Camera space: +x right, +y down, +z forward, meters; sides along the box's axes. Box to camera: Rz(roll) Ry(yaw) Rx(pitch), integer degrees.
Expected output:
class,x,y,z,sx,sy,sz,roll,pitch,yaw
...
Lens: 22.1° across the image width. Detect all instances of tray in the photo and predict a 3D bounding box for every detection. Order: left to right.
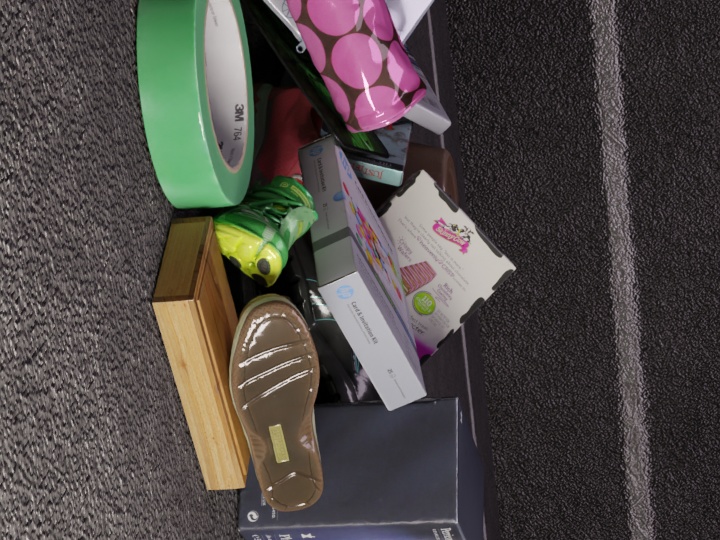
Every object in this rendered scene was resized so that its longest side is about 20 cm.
class,x,y,z,sx,sy,sz,roll,pitch,yaw
tray,-0.119,0.067,1.459,0.099,0.037,0.201,-83,165,-50

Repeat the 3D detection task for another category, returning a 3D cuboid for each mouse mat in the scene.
class,x,y,z,sx,sy,sz,roll,pitch,yaw
mouse mat,-0.048,-0.190,1.719,0.201,0.008,0.161,57,14,10

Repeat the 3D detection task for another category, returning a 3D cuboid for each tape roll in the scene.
class,x,y,z,sx,sy,sz,roll,pitch,yaw
tape roll,-0.128,-0.150,1.458,0.200,0.048,0.203,-3,90,-80

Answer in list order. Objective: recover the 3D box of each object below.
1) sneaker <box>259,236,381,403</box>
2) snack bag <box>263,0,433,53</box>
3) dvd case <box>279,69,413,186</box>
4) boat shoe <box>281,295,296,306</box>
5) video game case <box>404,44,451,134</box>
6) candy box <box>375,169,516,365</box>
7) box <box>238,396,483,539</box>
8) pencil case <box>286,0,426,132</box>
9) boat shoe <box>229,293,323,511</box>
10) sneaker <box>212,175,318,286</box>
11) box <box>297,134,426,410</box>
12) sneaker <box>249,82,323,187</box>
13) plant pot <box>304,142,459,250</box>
class,x,y,z,sx,sy,sz,roll,pitch,yaw
sneaker,-0.034,0.046,1.726,0.075,0.079,0.202,-23,-93,57
snack bag,-0.011,-0.282,1.717,0.200,0.021,0.189,46,66,-27
dvd case,-0.018,-0.152,1.853,0.201,0.144,0.022,-76,180,-59
boat shoe,-0.082,0.062,1.621,0.200,0.074,0.074,89,-12,-67
video game case,-0.006,-0.234,1.848,0.199,0.023,0.183,21,35,-50
candy box,0.033,0.020,1.789,0.136,0.200,0.061,46,-4,-5
box,0.006,0.205,1.672,0.200,0.196,0.125,65,22,-64
pencil case,-0.009,-0.229,1.653,0.094,0.090,0.202,-39,111,-51
boat shoe,-0.070,0.095,1.475,0.076,0.071,0.202,-106,-168,-56
sneaker,-0.080,-0.042,1.516,0.074,0.084,0.200,40,4,-8
box,0.000,0.000,1.617,0.201,0.041,0.157,-102,166,-52
sneaker,-0.067,-0.094,1.689,0.074,0.086,0.202,70,18,-56
plant pot,0.010,-0.062,1.892,0.200,0.173,0.203,-4,90,-80
